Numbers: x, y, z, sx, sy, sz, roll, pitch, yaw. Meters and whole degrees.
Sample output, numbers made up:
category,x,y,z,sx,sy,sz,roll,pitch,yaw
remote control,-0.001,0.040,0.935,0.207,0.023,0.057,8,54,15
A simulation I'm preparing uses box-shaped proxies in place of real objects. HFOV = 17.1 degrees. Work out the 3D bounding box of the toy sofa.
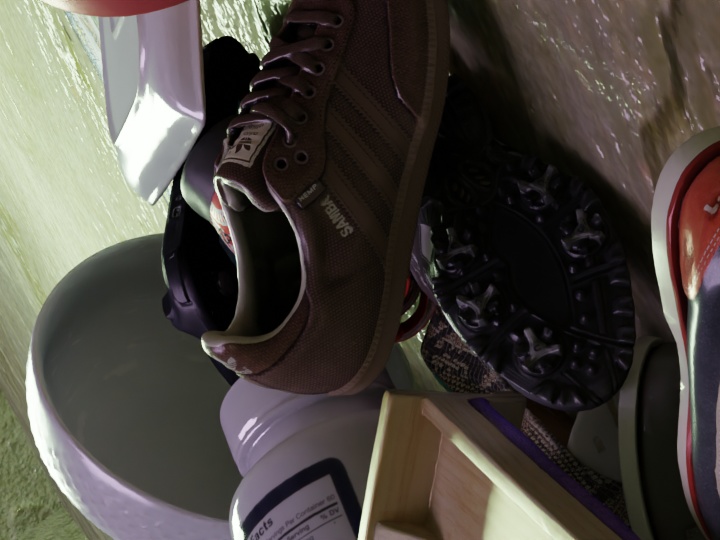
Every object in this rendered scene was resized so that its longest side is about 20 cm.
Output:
category,x,y,z,sx,sy,sz,roll,pitch,yaw
toy sofa,0.078,0.114,0.906,0.200,0.097,0.083,-140,56,-65

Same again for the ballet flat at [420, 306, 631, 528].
category,x,y,z,sx,sy,sz,roll,pitch,yaw
ballet flat,0.092,0.058,1.036,0.200,0.067,0.076,46,137,43

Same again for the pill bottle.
category,x,y,z,sx,sy,sz,roll,pitch,yaw
pill bottle,0.006,0.133,1.061,0.111,0.110,0.201,80,169,-58

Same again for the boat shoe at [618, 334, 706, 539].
category,x,y,z,sx,sy,sz,roll,pitch,yaw
boat shoe,0.152,0.118,0.942,0.060,0.072,0.203,-6,109,34

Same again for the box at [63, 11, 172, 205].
category,x,y,z,sx,sy,sz,roll,pitch,yaw
box,-0.116,-0.092,1.463,0.201,0.035,0.110,63,165,-23

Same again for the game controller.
category,x,y,z,sx,sy,sz,roll,pitch,yaw
game controller,-0.059,-0.027,1.202,0.104,0.042,0.201,47,-149,-33

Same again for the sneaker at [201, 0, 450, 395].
category,x,y,z,sx,sy,sz,roll,pitch,yaw
sneaker,-0.016,-0.052,0.933,0.070,0.075,0.202,1,86,52

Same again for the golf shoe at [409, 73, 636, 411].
category,x,y,z,sx,sy,sz,roll,pitch,yaw
golf shoe,0.061,-0.006,0.977,0.200,0.077,0.095,58,180,42

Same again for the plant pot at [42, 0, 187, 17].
category,x,y,z,sx,sy,sz,roll,pitch,yaw
plant pot,-0.109,-0.202,0.904,0.201,0.200,0.178,48,173,32

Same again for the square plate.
category,x,y,z,sx,sy,sz,roll,pitch,yaw
square plate,-0.104,-0.146,1.129,0.198,0.028,0.202,140,125,-76

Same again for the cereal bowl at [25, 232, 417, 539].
category,x,y,z,sx,sy,sz,roll,pitch,yaw
cereal bowl,-0.075,0.077,1.213,0.200,0.199,0.084,50,140,27

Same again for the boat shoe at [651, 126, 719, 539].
category,x,y,z,sx,sy,sz,roll,pitch,yaw
boat shoe,0.146,0.045,0.794,0.063,0.071,0.201,36,151,49

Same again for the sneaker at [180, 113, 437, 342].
category,x,y,z,sx,sy,sz,roll,pitch,yaw
sneaker,-0.001,0.001,1.117,0.108,0.067,0.201,40,-178,28
